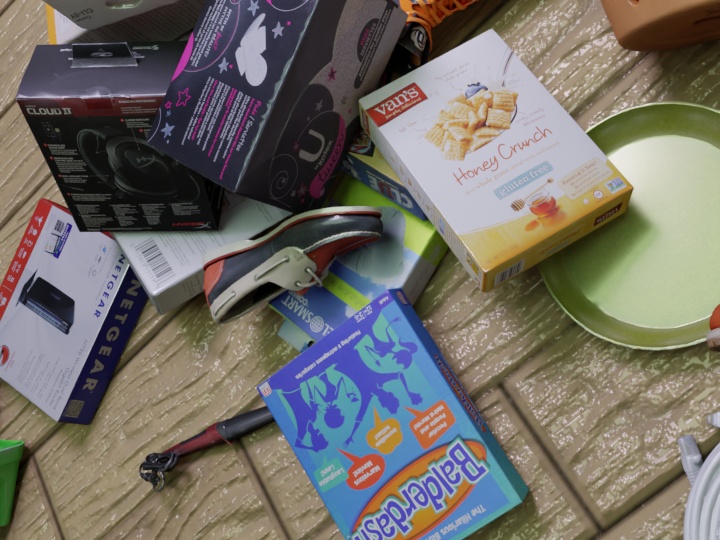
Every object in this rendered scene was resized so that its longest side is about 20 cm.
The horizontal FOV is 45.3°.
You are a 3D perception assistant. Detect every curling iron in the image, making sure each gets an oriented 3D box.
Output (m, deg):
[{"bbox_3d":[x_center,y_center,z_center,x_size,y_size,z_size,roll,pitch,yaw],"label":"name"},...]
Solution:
[{"bbox_3d":[-0.137,0.168,0.849,0.198,0.026,0.050,-26,29,17],"label":"curling iron"}]

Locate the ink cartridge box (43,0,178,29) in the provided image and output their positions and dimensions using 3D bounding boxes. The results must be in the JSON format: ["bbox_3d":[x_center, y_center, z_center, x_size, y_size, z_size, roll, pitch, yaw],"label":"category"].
[{"bbox_3d":[-0.204,-0.330,0.737,0.143,0.083,0.204,-9,72,26],"label":"ink cartridge box"}]

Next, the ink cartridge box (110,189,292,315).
[{"bbox_3d":[-0.186,-0.075,0.923,0.172,0.044,0.201,-30,60,-16],"label":"ink cartridge box"}]

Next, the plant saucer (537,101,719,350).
[{"bbox_3d":[0.239,-0.035,0.695,0.197,0.031,0.204,-7,75,27],"label":"plant saucer"}]

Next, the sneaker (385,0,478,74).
[{"bbox_3d":[0.075,-0.242,0.797,0.197,0.078,0.114,-12,57,26],"label":"sneaker"}]

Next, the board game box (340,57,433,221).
[{"bbox_3d":[0.028,-0.144,0.806,0.199,0.035,0.135,35,69,31],"label":"board game box"}]

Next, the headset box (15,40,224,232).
[{"bbox_3d":[-0.218,-0.128,0.813,0.146,0.202,0.078,-1,52,4],"label":"headset box"}]

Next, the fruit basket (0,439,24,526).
[{"bbox_3d":[-0.488,0.196,0.980,0.212,0.155,0.220,3,96,27],"label":"fruit basket"}]

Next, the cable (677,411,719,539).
[{"bbox_3d":[0.318,0.186,0.571,0.197,0.069,0.204,-11,72,26],"label":"cable"}]

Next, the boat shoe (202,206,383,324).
[{"bbox_3d":[-0.062,-0.006,0.775,0.197,0.071,0.064,-19,71,28],"label":"boat shoe"}]

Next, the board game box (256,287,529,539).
[{"bbox_3d":[0.024,0.141,0.729,0.151,0.045,0.202,-37,79,15],"label":"board game box"}]

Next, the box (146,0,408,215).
[{"bbox_3d":[-0.065,-0.163,0.732,0.114,0.132,0.202,30,98,29],"label":"box"}]

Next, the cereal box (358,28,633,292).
[{"bbox_3d":[0.106,-0.097,0.711,0.142,0.040,0.201,-29,63,-10],"label":"cereal box"}]

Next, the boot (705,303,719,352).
[{"bbox_3d":[0.327,-0.008,0.604,0.197,0.075,0.109,-21,73,7],"label":"boot"}]

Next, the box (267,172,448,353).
[{"bbox_3d":[0.000,0.000,0.808,0.121,0.048,0.202,33,93,31],"label":"box"}]

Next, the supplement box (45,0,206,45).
[{"bbox_3d":[-0.203,-0.286,0.816,0.197,0.073,0.128,-21,67,23],"label":"supplement box"}]

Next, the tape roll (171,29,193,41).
[{"bbox_3d":[-0.115,-0.262,0.886,0.200,0.139,0.207,-8,72,26],"label":"tape roll"}]

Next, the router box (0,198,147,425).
[{"bbox_3d":[-0.337,0.043,0.981,0.178,0.049,0.203,24,89,31],"label":"router box"}]

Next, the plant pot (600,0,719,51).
[{"bbox_3d":[0.256,-0.258,0.663,0.197,0.199,0.143,-9,90,26],"label":"plant pot"}]
